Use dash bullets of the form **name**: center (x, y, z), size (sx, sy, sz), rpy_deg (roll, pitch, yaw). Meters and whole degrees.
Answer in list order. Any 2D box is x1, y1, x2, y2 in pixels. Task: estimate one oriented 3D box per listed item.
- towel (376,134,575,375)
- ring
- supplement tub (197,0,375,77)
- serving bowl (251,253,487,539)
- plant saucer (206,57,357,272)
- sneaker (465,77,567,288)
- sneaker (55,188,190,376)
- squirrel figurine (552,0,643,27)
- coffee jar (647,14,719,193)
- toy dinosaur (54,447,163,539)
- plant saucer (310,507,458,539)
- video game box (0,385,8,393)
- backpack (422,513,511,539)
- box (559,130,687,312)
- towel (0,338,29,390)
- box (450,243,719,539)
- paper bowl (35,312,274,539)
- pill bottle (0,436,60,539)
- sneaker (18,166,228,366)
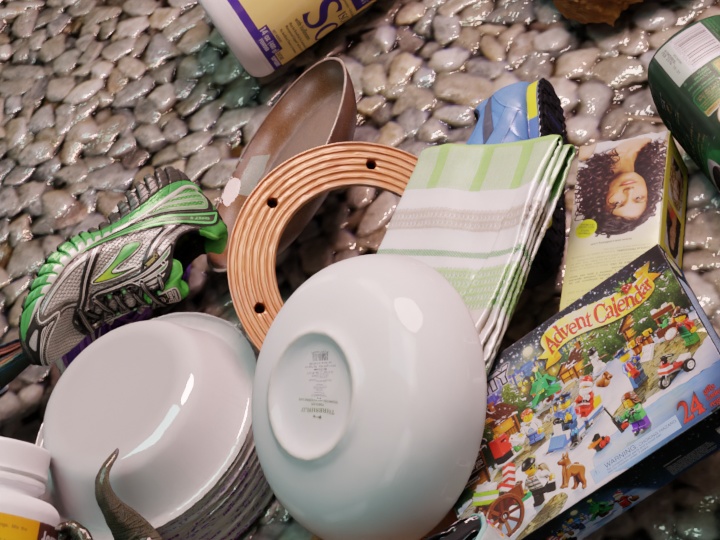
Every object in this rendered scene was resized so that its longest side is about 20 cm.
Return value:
- **towel**: center (0.058, -0.009, 1.176), size (0.149, 0.031, 0.201), rpy_deg (0, 58, 44)
- **ring**: center (0.000, 0.000, 1.243), size (0.199, 0.019, 0.202), rpy_deg (2, 71, -6)
- **supplement tub**: center (-0.053, -0.284, 1.503), size (0.199, 0.146, 0.146), rpy_deg (-34, 43, 3)
- **serving bowl**: center (-0.010, 0.085, 1.109), size (0.199, 0.066, 0.202), rpy_deg (-12, 74, 45)
- **plant saucer**: center (-0.060, -0.081, 1.366), size (0.200, 0.032, 0.201), rpy_deg (-46, 25, 29)
- **sneaker**: center (0.111, -0.061, 1.271), size (0.078, 0.066, 0.201), rpy_deg (-15, 45, 25)
- **sneaker**: center (-0.189, 0.010, 1.386), size (0.083, 0.081, 0.201), rpy_deg (7, 58, 33)
- **squirrel figurine**: center (0.220, -0.305, 1.383), size (0.186, 0.142, 0.201), rpy_deg (-27, 57, -5)
- **coffee jar**: center (0.280, -0.084, 1.154), size (0.085, 0.104, 0.200), rpy_deg (-30, 44, 4)
- **toy dinosaur**: center (-0.168, 0.230, 1.169), size (0.102, 0.077, 0.201), rpy_deg (8, 76, 13)
- **plant saucer**: center (0.045, 0.198, 1.116), size (0.199, 0.032, 0.201), rpy_deg (-18, 46, 19)
- **video game box**: center (-0.423, 0.084, 1.383), size (0.182, 0.200, 0.047), rpy_deg (-35, 42, 1)
- **backpack**: center (0.049, 0.246, 0.958), size (0.153, 0.176, 0.201), rpy_deg (31, 76, 3)
- **box**: center (0.187, -0.005, 1.184), size (0.075, 0.050, 0.201), rpy_deg (-10, 50, 26)
- **towel**: center (-0.338, 0.120, 1.337), size (0.200, 0.022, 0.147), rpy_deg (-41, -1, 15)
- **box**: center (0.142, 0.092, 1.069), size (0.200, 0.038, 0.137), rpy_deg (-37, 44, 15)
- **paper bowl**: center (-0.158, 0.120, 1.258), size (0.200, 0.104, 0.202), rpy_deg (-16, 48, 19)
- **pill bottle**: center (-0.275, 0.221, 1.178), size (0.109, 0.109, 0.201), rpy_deg (-2, 71, 31)
- **sneaker**: center (-0.188, 0.004, 1.316), size (0.085, 0.078, 0.200), rpy_deg (38, 69, 20)
